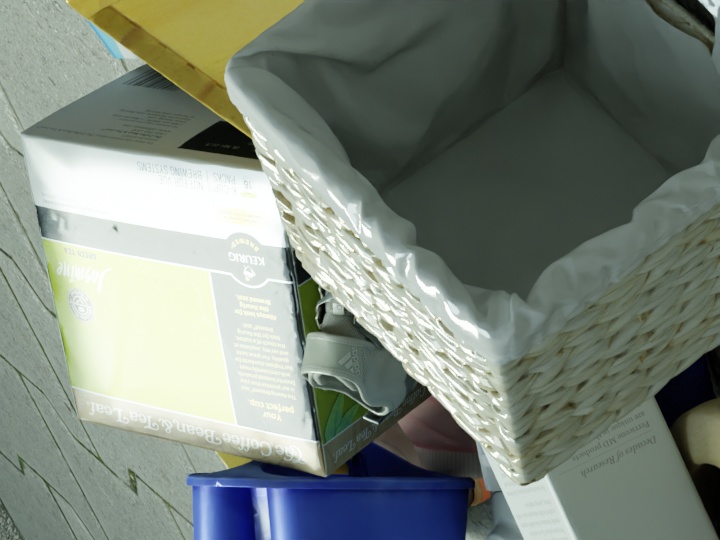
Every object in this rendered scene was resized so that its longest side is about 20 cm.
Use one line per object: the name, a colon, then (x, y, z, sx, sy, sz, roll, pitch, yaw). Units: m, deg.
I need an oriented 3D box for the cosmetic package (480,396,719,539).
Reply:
cosmetic package: (0.115, 0.101, 1.347, 0.201, 0.071, 0.101, 66, 168, 2)

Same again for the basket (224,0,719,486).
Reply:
basket: (0.078, -0.045, 1.184, 0.198, 0.200, 0.161, 45, 163, 30)

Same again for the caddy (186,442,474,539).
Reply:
caddy: (-0.017, 0.149, 1.629, 0.141, 0.199, 0.106, -3, 85, 37)

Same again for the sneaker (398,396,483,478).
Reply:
sneaker: (0.032, 0.070, 1.729, 0.200, 0.075, 0.105, 31, 146, 44)

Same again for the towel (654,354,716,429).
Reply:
towel: (0.123, -0.013, 1.387, 0.147, 0.049, 0.201, 35, 156, 41)

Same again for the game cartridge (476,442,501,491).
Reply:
game cartridge: (0.068, 0.021, 1.515, 0.201, 0.038, 0.130, 77, -179, -51)

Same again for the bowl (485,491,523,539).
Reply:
bowl: (0.137, 0.168, 1.603, 0.201, 0.094, 0.201, 47, 161, 22)

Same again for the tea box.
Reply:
tea box: (-0.074, -0.005, 1.595, 0.199, 0.133, 0.198, 11, 119, 35)

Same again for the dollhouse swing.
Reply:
dollhouse swing: (-0.030, -0.168, 1.328, 0.200, 0.176, 0.182, 34, -157, -41)

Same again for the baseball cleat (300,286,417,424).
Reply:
baseball cleat: (0.000, 0.000, 1.465, 0.069, 0.107, 0.201, 7, 135, 34)

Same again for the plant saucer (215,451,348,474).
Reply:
plant saucer: (-0.011, 0.137, 1.882, 0.201, 0.048, 0.200, 55, -153, -4)

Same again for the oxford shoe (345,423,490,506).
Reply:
oxford shoe: (0.008, 0.091, 1.832, 0.200, 0.072, 0.071, 49, 156, 22)

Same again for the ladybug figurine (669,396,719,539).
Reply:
ladybug figurine: (0.214, 0.118, 1.336, 0.136, 0.072, 0.200, 53, 163, 9)

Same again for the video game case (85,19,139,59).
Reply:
video game case: (-0.121, -0.178, 1.541, 0.199, 0.018, 0.143, 7, 141, 51)
